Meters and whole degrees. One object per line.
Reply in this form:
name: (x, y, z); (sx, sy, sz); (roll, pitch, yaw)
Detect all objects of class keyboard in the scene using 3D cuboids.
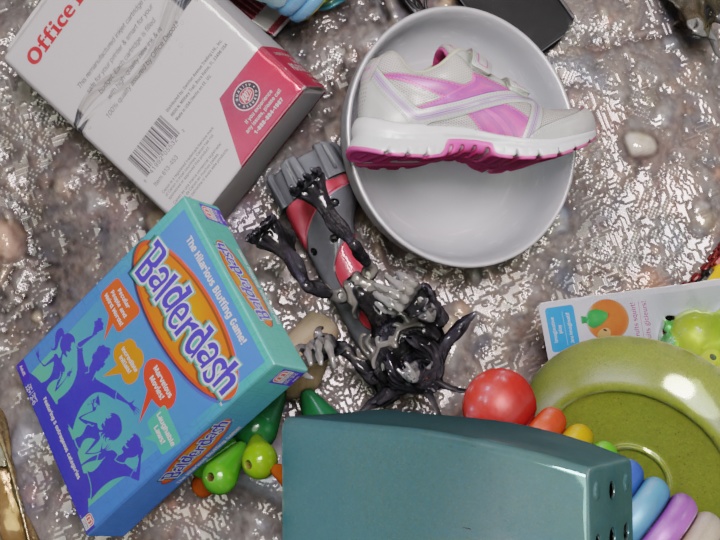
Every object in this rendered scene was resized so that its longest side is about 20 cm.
keyboard: (0.078, -0.248, 1.044); (0.126, 0.021, 0.201); (-35, 84, -13)

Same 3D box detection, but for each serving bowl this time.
serving bowl: (0.070, -0.101, 0.985); (0.197, 0.066, 0.204); (2, 85, -21)

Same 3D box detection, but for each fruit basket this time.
fruit basket: (0.244, 0.099, 0.926); (0.196, 0.094, 0.188); (-9, 107, 13)

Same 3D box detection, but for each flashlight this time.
flashlight: (0.000, 0.000, 0.977); (0.067, 0.068, 0.202); (-28, 83, -15)

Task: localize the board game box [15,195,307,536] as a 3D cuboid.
board game box: (-0.149, 0.071, 0.904); (0.200, 0.045, 0.153); (-42, 61, 18)

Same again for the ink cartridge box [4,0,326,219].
ink cartridge box: (-0.149, -0.151, 0.962); (0.200, 0.084, 0.145); (42, 102, 4)

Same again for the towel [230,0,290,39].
towel: (-0.107, -0.304, 1.042); (0.199, 0.023, 0.145); (40, 79, 2)

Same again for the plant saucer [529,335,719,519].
plant saucer: (0.204, 0.143, 0.913); (0.199, 0.201, 0.031); (41, 39, 4)

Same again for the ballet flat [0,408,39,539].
ballet flat: (-0.280, 0.191, 0.932); (0.069, 0.065, 0.203); (-19, 83, -6)

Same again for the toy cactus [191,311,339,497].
toy cactus: (-0.063, 0.109, 0.949); (0.197, 0.103, 0.166); (17, 54, 25)

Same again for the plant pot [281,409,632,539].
plant pot: (0.069, 0.166, 0.804); (0.197, 0.141, 0.144); (-2, 86, 29)

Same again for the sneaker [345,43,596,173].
sneaker: (0.085, -0.121, 0.915); (0.197, 0.081, 0.090); (0, 86, -22)

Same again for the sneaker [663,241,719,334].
sneaker: (0.315, 0.011, 0.994); (0.082, 0.078, 0.200); (43, 91, 0)

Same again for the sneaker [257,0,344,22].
sneaker: (-0.056, -0.282, 1.003); (0.129, 0.079, 0.203); (27, 56, -28)

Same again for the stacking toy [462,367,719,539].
stacking toy: (0.153, 0.146, 0.882); (0.199, 0.085, 0.086); (40, 81, 14)

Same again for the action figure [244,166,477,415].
action figure: (0.001, 0.031, 0.897); (0.119, 0.102, 0.201); (-42, 86, 19)

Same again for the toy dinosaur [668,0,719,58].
toy dinosaur: (0.278, -0.278, 1.042); (0.101, 0.077, 0.203); (23, 75, -11)
